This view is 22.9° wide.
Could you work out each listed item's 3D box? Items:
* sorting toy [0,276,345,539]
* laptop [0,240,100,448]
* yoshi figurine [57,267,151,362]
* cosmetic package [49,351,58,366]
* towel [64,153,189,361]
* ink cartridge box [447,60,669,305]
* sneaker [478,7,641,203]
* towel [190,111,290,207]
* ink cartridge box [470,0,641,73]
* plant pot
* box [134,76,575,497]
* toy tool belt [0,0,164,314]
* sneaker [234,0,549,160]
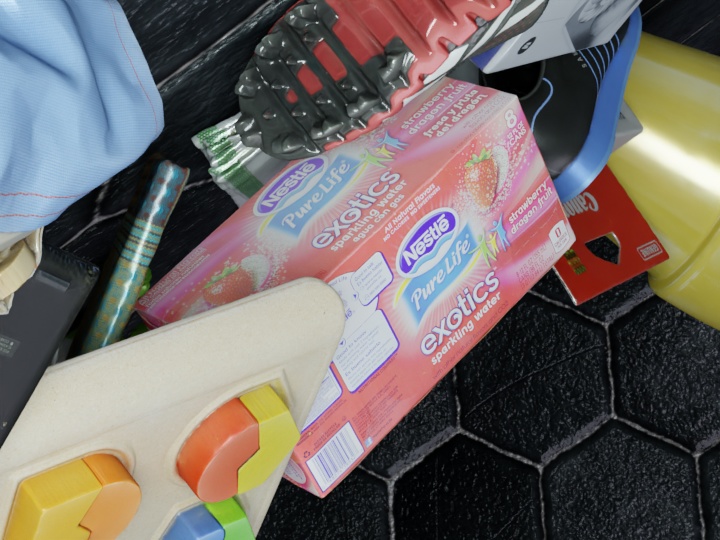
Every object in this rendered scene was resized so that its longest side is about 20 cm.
[{"bbox_3d":[-0.095,0.107,0.758,0.185,0.036,0.200,-20,141,-39],"label":"sorting toy"},{"bbox_3d":[-0.230,0.034,0.600,0.187,0.116,0.200,29,92,-48],"label":"laptop"},{"bbox_3d":[-0.134,0.062,1.077,0.200,0.113,0.112,-6,155,33],"label":"yoshi figurine"},{"bbox_3d":[-0.203,0.068,0.801,0.103,0.088,0.200,10,154,-15],"label":"cosmetic package"},{"bbox_3d":[-0.125,0.041,0.833,0.147,0.022,0.200,-149,-99,-79],"label":"towel"},{"bbox_3d":[0.138,-0.075,1.151,0.044,0.174,0.200,-39,171,27],"label":"ink cartridge box"},{"bbox_3d":[0.112,-0.128,1.041,0.070,0.078,0.200,-38,-155,36],"label":"sneaker"},{"bbox_3d":[0.002,-0.108,0.972,0.200,0.031,0.149,-37,174,-1],"label":"towel"},{"bbox_3d":[0.156,-0.195,0.921,0.200,0.041,0.200,-25,159,-53],"label":"ink cartridge box"},{"bbox_3d":[0.239,-0.083,1.329,0.201,0.189,0.201,-62,-175,9],"label":"plant pot"},{"bbox_3d":[0.000,0.000,0.890,0.200,0.103,0.095,-44,-141,-21],"label":"box"},{"bbox_3d":[-0.108,-0.055,0.496,0.123,0.125,0.200,-29,175,23],"label":"toy tool belt"},{"bbox_3d":[0.029,-0.119,0.828,0.200,0.071,0.098,-39,168,22],"label":"sneaker"}]
